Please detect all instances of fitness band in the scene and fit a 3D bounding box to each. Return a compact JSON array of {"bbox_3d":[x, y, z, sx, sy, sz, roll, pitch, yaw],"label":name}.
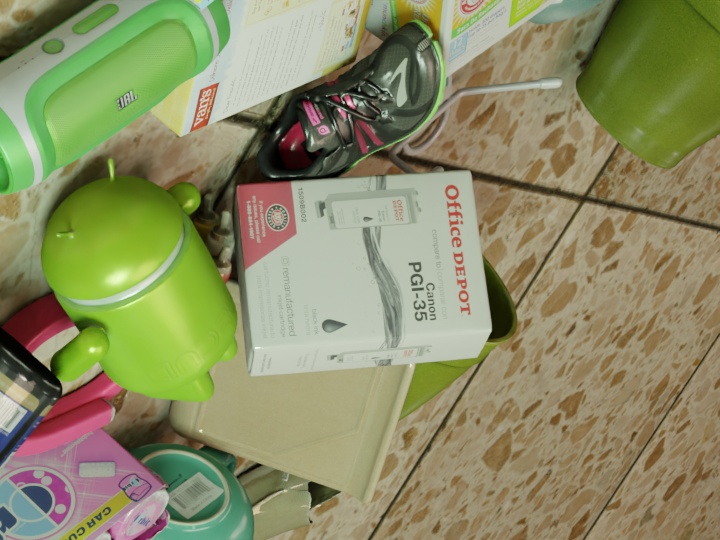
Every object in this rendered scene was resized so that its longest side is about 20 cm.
[{"bbox_3d":[-0.232,0.075,1.749,0.200,0.037,0.144,-22,141,-48],"label":"fitness band"}]

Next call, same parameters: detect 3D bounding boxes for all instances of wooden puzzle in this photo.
[{"bbox_3d":[-0.060,0.099,1.891,0.037,0.199,0.186,-61,170,-52],"label":"wooden puzzle"}]

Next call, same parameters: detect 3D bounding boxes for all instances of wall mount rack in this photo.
[{"bbox_3d":[0.096,-0.172,1.925,0.174,0.074,0.200,-41,153,-22],"label":"wall mount rack"}]

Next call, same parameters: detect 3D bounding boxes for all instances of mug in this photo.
[{"bbox_3d":[-0.171,0.215,1.912,0.151,0.186,0.115,6,132,-17],"label":"mug"}]

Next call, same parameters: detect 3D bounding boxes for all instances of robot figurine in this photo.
[{"bbox_3d":[-0.167,0.012,1.652,0.176,0.115,0.200,-60,140,-32],"label":"robot figurine"}]

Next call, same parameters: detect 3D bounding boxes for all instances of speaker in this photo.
[{"bbox_3d":[-0.186,-0.135,1.503,0.200,0.088,0.089,-38,151,-27],"label":"speaker"}]

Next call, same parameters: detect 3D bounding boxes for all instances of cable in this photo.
[{"bbox_3d":[-0.133,0.039,1.807,0.050,0.097,0.201,-2,131,-14],"label":"cable"}]

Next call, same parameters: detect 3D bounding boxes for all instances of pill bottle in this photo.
[{"bbox_3d":[-0.319,0.129,1.588,0.200,0.112,0.112,-50,154,-3],"label":"pill bottle"}]

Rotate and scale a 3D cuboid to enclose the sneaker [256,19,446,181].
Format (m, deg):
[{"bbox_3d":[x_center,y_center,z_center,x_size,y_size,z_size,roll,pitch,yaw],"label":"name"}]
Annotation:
[{"bbox_3d":[-0.007,-0.125,1.752,0.200,0.077,0.084,-41,167,33],"label":"sneaker"}]

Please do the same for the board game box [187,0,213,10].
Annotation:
[{"bbox_3d":[-0.116,-0.285,1.404,0.105,0.103,0.200,-42,152,-19],"label":"board game box"}]

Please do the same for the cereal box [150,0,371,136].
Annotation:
[{"bbox_3d":[-0.066,-0.196,1.669,0.200,0.039,0.144,-26,146,-41],"label":"cereal box"}]

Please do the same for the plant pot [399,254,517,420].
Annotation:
[{"bbox_3d":[0.004,0.057,1.965,0.193,0.201,0.200,-49,157,24],"label":"plant pot"}]

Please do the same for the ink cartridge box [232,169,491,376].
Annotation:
[{"bbox_3d":[0.000,0.000,1.793,0.199,0.147,0.083,-5,163,-8],"label":"ink cartridge box"}]

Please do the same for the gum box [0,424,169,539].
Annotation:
[{"bbox_3d":[-0.261,0.210,1.783,0.200,0.113,0.066,-38,151,-28],"label":"gum box"}]

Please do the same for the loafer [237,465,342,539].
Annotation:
[{"bbox_3d":[-0.081,0.229,2.152,0.200,0.068,0.076,-39,151,-24],"label":"loafer"}]

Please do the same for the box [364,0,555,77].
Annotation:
[{"bbox_3d":[0.100,-0.265,1.783,0.200,0.101,0.113,-37,151,-28],"label":"box"}]

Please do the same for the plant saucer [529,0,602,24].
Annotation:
[{"bbox_3d":[0.223,-0.305,2.004,0.201,0.039,0.201,-39,151,-27],"label":"plant saucer"}]

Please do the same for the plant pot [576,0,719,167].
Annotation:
[{"bbox_3d":[0.317,-0.209,2.115,0.193,0.201,0.200,-50,156,22],"label":"plant pot"}]
